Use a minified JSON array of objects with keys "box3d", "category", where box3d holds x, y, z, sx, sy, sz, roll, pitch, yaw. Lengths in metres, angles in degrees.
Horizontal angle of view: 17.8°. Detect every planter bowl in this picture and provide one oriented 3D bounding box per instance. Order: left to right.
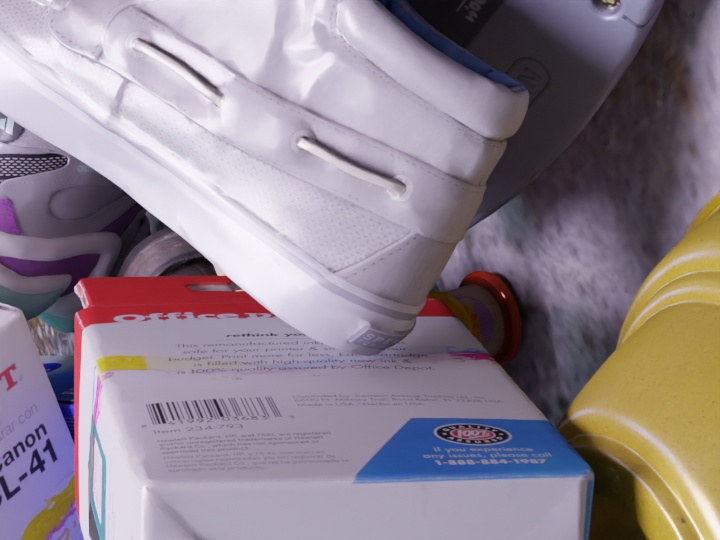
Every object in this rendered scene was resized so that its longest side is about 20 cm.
[{"box3d":[0.103,0.078,0.612,0.200,0.083,0.201,44,142,48],"category":"planter bowl"}]

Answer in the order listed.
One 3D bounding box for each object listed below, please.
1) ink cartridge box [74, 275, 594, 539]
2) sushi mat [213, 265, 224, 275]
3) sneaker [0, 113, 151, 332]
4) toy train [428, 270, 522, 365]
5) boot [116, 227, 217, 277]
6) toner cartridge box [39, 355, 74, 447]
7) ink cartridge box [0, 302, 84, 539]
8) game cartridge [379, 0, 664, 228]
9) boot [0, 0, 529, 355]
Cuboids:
[{"box3d":[-0.019,0.055,0.652,0.200,0.116,0.067,-128,40,-71],"category":"ink cartridge box"},{"box3d":[-0.032,0.016,0.833,0.096,0.012,0.200,124,126,-67],"category":"sushi mat"},{"box3d":[-0.110,-0.041,1.011,0.078,0.200,0.140,29,93,18],"category":"sneaker"},{"box3d":[0.000,0.000,0.835,0.150,0.055,0.200,101,146,-56],"category":"toy train"},{"box3d":[-0.047,0.094,0.975,0.174,0.069,0.200,47,148,39],"category":"boot"},{"box3d":[-0.094,0.085,0.945,0.200,0.043,0.095,-2,114,59],"category":"toner cartridge box"},{"box3d":[-0.175,0.129,0.909,0.085,0.148,0.200,10,128,42],"category":"ink cartridge box"},{"box3d":[0.012,-0.083,0.675,0.133,0.042,0.200,33,142,-7],"category":"game cartridge"},{"box3d":[-0.045,-0.070,0.653,0.200,0.074,0.096,36,105,14],"category":"boot"}]
